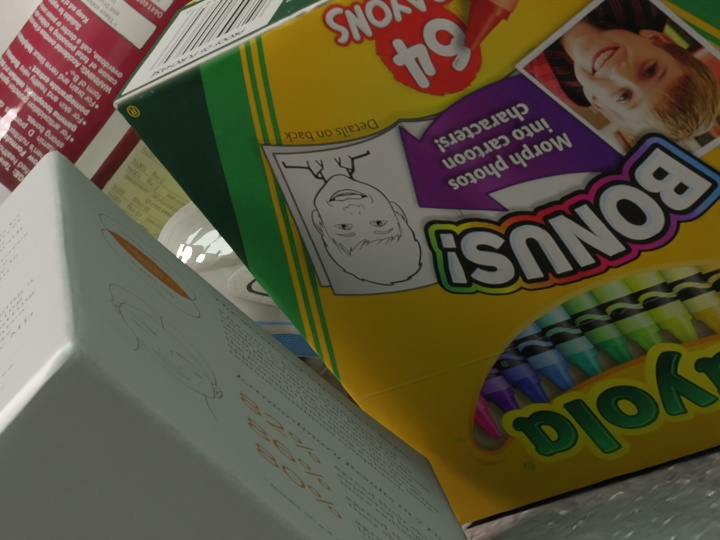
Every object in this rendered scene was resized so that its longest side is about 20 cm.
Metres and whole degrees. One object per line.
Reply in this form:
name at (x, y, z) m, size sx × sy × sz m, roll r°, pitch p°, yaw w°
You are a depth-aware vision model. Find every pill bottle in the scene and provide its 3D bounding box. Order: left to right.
pill bottle at (-0.097, -0.050, 1.037) m, size 0.200 × 0.110 × 0.110 m, roll -52°, pitch 16°, yaw 5°

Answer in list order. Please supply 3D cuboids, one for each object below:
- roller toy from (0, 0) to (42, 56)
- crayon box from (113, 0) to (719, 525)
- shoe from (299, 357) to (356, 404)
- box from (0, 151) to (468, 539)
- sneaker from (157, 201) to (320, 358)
roller toy at (-0.093, -0.145, 1.286) m, size 0.182 × 0.140 × 0.200 m, roll 2°, pitch -40°, yaw -47°
crayon box at (0.061, -0.029, 0.737) m, size 0.200 × 0.173 × 0.058 m, roll -22°, pitch 26°, yaw 37°
shoe at (0.000, 0.000, 0.986) m, size 0.070 × 0.053 × 0.200 m, roll -22°, pitch 21°, yaw 37°
box at (-0.054, 0.074, 0.686) m, size 0.106 × 0.152 × 0.200 m, roll -48°, pitch 15°, yaw 6°
sneaker at (0.033, -0.005, 0.858) m, size 0.200 × 0.073 × 0.072 m, roll -10°, pitch 32°, yaw 19°
